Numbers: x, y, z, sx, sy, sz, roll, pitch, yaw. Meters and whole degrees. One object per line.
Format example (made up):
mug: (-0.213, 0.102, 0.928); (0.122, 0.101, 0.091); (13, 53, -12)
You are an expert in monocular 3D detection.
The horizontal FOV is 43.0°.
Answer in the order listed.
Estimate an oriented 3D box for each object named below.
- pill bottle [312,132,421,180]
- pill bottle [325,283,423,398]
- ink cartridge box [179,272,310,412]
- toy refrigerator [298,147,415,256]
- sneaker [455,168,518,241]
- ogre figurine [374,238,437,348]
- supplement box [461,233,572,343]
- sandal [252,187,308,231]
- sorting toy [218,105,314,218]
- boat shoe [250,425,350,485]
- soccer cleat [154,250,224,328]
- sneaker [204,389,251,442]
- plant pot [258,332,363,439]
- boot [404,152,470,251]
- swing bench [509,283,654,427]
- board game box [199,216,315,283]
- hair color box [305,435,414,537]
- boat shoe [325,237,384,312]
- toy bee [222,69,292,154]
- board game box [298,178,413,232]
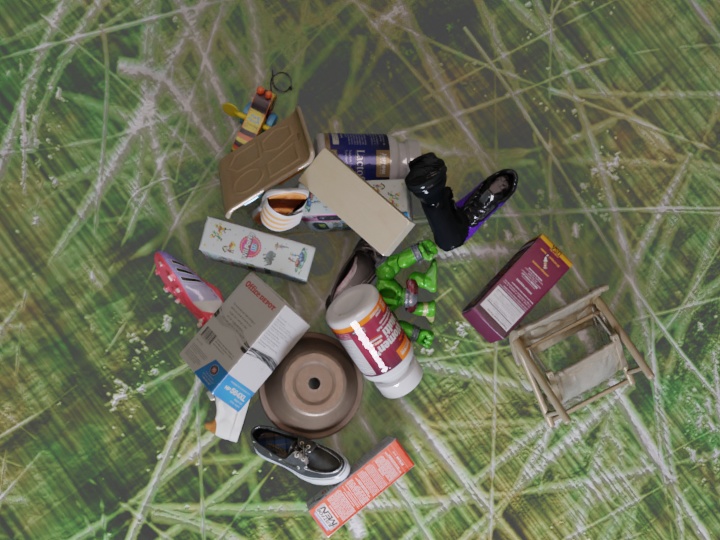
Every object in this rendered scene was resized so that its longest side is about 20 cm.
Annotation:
pill bottle: (0.012, -0.203, 1.741); (0.198, 0.116, 0.117); (-1, 82, -8)
pill bottle: (0.029, 0.131, 1.664); (0.109, 0.109, 0.201); (-39, 116, -10)
ink cartridge box: (-0.205, 0.124, 1.622); (0.200, 0.146, 0.084); (-49, 131, -4)
toy refrigerator: (-0.005, -0.118, 1.586); (0.200, 0.070, 0.076); (41, 97, 10)
sneaker: (0.228, -0.129, 1.759); (0.200, 0.100, 0.070); (-44, 86, -10)
ogre figurine: (0.083, 0.042, 1.718); (0.119, 0.099, 0.202); (2, 125, -1)
supplement box: (0.295, 0.036, 1.738); (0.086, 0.110, 0.200); (44, 81, 1)
sandal: (-0.141, -0.096, 1.617); (0.078, 0.207, 0.060); (-3, 79, -19)
sorting toy: (-0.170, -0.193, 1.645); (0.199, 0.186, 0.037); (-34, 126, 11)
boat shoe: (-0.113, 0.328, 1.637); (0.198, 0.057, 0.069); (12, 59, 26)
soccer cleat: (-0.307, 0.038, 1.708); (0.076, 0.067, 0.200); (-37, 84, -31)
sneaker: (-0.234, 0.206, 1.679); (0.084, 0.073, 0.202); (17, 79, 0)
plant pot: (-0.086, 0.207, 1.643); (0.198, 0.175, 0.203); (1, 83, -6)
boot: (0.144, -0.113, 1.635); (0.076, 0.200, 0.169); (-24, 105, 8)
swing bench: (0.408, 0.161, 1.725); (0.197, 0.130, 0.201); (-25, 80, -8)
board game box: (-0.187, -0.033, 1.674); (0.198, 0.148, 0.065); (15, 83, -4)
hair color box: (-0.002, 0.388, 1.656); (0.199, 0.111, 0.064); (-37, 88, -9)
boat shoe: (0.000, 0.000, 1.740); (0.067, 0.057, 0.201); (32, 80, 1)
toy bee: (-0.199, -0.305, 1.741); (0.129, 0.109, 0.202); (5, 81, -3)
board game box: (-0.006, -0.119, 1.693); (0.198, 0.148, 0.065); (-3, 81, 7)
